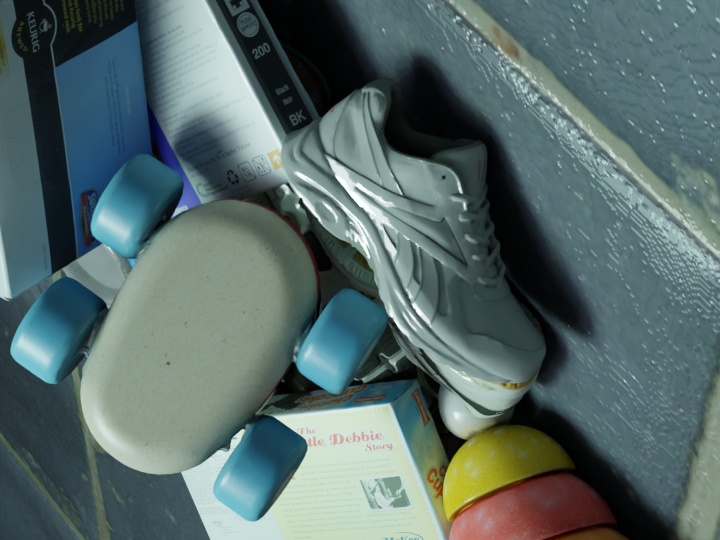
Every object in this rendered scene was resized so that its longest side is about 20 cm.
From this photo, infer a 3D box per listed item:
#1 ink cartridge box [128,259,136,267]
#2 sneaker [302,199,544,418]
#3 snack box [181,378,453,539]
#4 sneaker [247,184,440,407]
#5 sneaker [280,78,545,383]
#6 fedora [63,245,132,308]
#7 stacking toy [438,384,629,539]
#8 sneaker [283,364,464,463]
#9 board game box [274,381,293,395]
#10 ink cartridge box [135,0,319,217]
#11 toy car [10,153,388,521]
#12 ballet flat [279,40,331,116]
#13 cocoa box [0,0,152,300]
[{"bbox_3d":[-0.105,-0.030,1.623,0.200,0.084,0.145,21,139,58],"label":"ink cartridge box"},{"bbox_3d":[0.029,0.014,1.402,0.200,0.076,0.088,50,158,19],"label":"sneaker"},{"bbox_3d":[-0.029,0.139,1.498,0.199,0.037,0.117,-9,110,38],"label":"snack box"},{"bbox_3d":[0.000,0.000,1.483,0.200,0.081,0.083,55,-171,-8],"label":"sneaker"},{"bbox_3d":[0.047,-0.025,1.295,0.099,0.078,0.200,-41,91,25],"label":"sneaker"},{"bbox_3d":[-0.203,-0.036,1.824,0.200,0.090,0.177,37,151,43],"label":"fedora"},{"bbox_3d":[0.100,0.147,1.415,0.146,0.146,0.201,120,132,-67],"label":"stacking toy"},{"bbox_3d":[0.011,0.073,1.572,0.200,0.070,0.076,42,130,38],"label":"sneaker"},{"bbox_3d":[-0.094,0.071,1.642,0.105,0.024,0.200,30,177,26],"label":"board game box"},{"bbox_3d":[-0.127,-0.130,1.409,0.198,0.043,0.200,-17,104,51],"label":"ink cartridge box"},{"bbox_3d":[-0.090,0.040,1.427,0.184,0.177,0.200,33,-177,5],"label":"toy car"},{"bbox_3d":[-0.102,-0.142,1.472,0.200,0.072,0.068,42,157,35],"label":"ballet flat"},{"bbox_3d":[-0.219,-0.112,1.379,0.133,0.131,0.201,25,133,35],"label":"cocoa box"}]
